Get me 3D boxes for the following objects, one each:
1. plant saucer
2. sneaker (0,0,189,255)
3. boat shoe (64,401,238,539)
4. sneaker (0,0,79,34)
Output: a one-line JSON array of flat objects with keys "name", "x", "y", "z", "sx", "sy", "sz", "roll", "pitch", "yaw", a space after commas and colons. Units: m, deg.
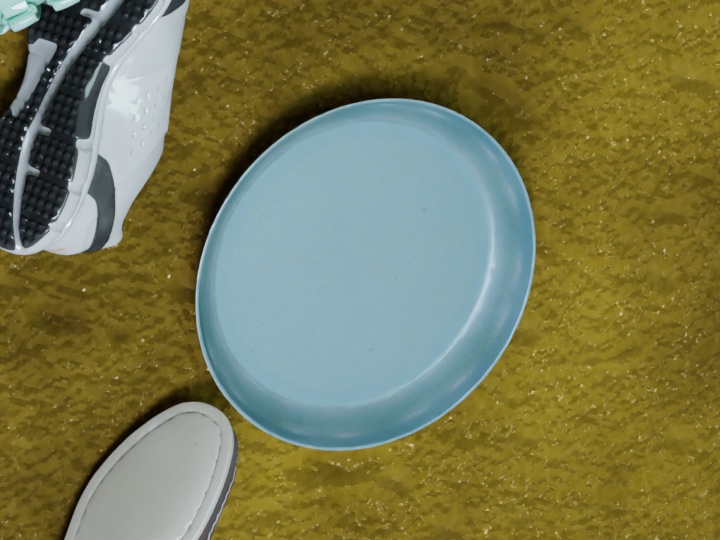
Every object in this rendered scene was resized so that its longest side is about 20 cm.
[{"name": "plant saucer", "x": 0.000, "y": 0.000, "z": 1.455, "sx": 0.200, "sy": 0.027, "sz": 0.200, "roll": -10, "pitch": 114, "yaw": -23}, {"name": "sneaker", "x": -0.124, "y": -0.100, "z": 1.340, "sx": 0.080, "sy": 0.074, "sz": 0.200, "roll": 17, "pitch": 99, "yaw": -59}, {"name": "boat shoe", "x": -0.121, "y": 0.163, "z": 1.439, "sx": 0.200, "sy": 0.072, "sz": 0.060, "roll": -61, "pitch": 151, "yaw": -5}, {"name": "sneaker", "x": -0.166, "y": -0.118, "z": 1.280, "sx": 0.200, "sy": 0.074, "sz": 0.118, "roll": -2, "pitch": 108, "yaw": -2}]
